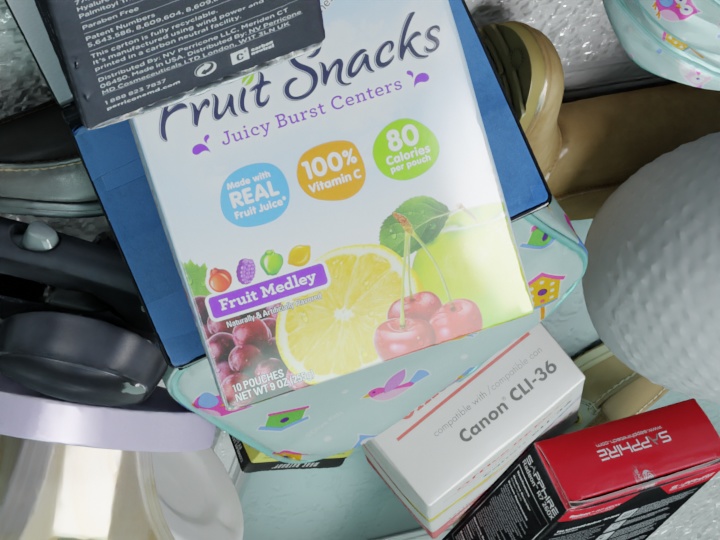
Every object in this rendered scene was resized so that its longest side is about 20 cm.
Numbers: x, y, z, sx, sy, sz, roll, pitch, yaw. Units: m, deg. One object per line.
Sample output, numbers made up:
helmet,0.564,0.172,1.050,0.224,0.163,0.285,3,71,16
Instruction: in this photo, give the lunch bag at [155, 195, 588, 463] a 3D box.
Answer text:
lunch bag,0.000,0.000,1.332,0.200,0.077,0.160,-35,144,15

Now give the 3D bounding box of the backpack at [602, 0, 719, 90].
backpack,0.211,-0.152,1.306,0.199,0.168,0.127,2,148,-28

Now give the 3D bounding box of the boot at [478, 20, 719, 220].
boot,0.131,-0.080,1.457,0.199,0.066,0.175,-9,157,-26

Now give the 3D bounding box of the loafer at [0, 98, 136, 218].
loafer,-0.095,-0.079,1.295,0.199,0.073,0.073,-17,129,-21

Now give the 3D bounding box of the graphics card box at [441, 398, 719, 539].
graphics card box,0.119,0.153,1.684,0.125,0.051,0.200,-14,155,-33

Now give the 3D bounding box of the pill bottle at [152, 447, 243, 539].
pill bottle,-0.172,0.168,1.581,0.200,0.114,0.114,-38,148,22

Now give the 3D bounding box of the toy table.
toy table,-0.147,0.112,1.358,0.183,0.118,0.200,11,-177,29

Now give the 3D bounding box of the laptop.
laptop,-0.042,-0.093,1.203,0.186,0.116,0.200,-24,137,-1

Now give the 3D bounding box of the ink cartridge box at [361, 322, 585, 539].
ink cartridge box,0.062,0.081,1.578,0.116,0.068,0.200,-40,169,-5

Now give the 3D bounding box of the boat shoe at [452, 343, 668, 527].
boat shoe,0.135,0.107,1.757,0.200,0.067,0.074,-38,148,23

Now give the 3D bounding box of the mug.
mug,0.220,-0.013,1.423,0.175,0.148,0.200,-6,-158,44

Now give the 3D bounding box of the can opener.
can opener,-0.176,-0.002,1.280,0.199,0.079,0.064,20,120,4

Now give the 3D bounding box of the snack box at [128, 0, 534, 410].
snack box,-0.022,-0.057,1.183,0.141,0.053,0.201,-18,107,-4

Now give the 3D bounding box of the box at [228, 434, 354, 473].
box,-0.001,0.037,1.559,0.075,0.050,0.200,-1,144,-36

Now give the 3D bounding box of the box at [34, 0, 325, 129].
box,-0.093,-0.175,1.040,0.104,0.149,0.200,-20,151,-7
